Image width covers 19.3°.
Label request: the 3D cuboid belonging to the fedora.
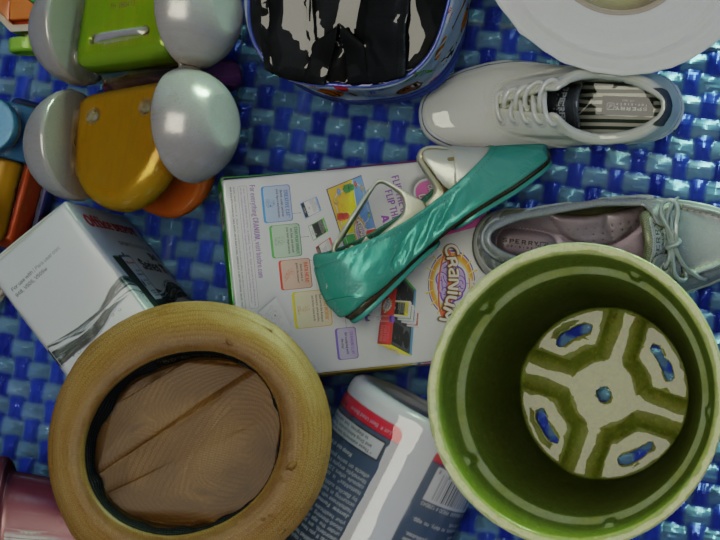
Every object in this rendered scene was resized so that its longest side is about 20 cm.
[{"bbox_3d":[-0.114,0.118,1.449,0.198,0.082,0.203,-1,84,7],"label":"fedora"}]

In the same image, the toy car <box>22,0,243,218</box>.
[{"bbox_3d":[-0.150,-0.137,1.583,0.174,0.150,0.202,-5,79,33],"label":"toy car"}]

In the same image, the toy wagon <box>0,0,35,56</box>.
[{"bbox_3d":[-0.252,-0.249,1.670,0.198,0.040,0.157,-1,87,13],"label":"toy wagon"}]

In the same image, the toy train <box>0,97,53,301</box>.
[{"bbox_3d":[-0.285,-0.036,1.627,0.084,0.116,0.202,15,90,14],"label":"toy train"}]

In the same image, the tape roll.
[{"bbox_3d":[0.186,-0.243,1.498,0.200,0.071,0.204,7,122,12],"label":"tape roll"}]

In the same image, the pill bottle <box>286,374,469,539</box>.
[{"bbox_3d":[0.004,0.190,1.546,0.119,0.120,0.201,28,94,13],"label":"pill bottle"}]

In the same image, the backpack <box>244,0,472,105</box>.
[{"bbox_3d":[0.000,-0.219,1.554,0.198,0.154,0.192,5,80,19],"label":"backpack"}]

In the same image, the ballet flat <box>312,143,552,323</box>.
[{"bbox_3d":[0.047,-0.047,1.517,0.200,0.067,0.071,-38,99,-7],"label":"ballet flat"}]

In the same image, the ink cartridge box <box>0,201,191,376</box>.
[{"bbox_3d":[-0.170,0.052,1.580,0.083,0.147,0.200,-40,80,7],"label":"ink cartridge box"}]

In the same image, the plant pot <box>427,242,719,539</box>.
[{"bbox_3d":[0.161,0.086,1.482,0.198,0.184,0.203,-1,88,13],"label":"plant pot"}]

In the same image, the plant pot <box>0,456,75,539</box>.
[{"bbox_3d":[-0.223,0.239,1.571,0.177,0.200,0.202,0,87,-2],"label":"plant pot"}]

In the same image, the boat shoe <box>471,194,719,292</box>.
[{"bbox_3d":[0.183,-0.019,1.530,0.200,0.065,0.075,3,87,-3],"label":"boat shoe"}]

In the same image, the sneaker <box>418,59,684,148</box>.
[{"bbox_3d":[0.137,-0.124,1.556,0.198,0.071,0.074,-4,86,13],"label":"sneaker"}]

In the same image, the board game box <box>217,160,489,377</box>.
[{"bbox_3d":[0.000,0.000,1.564,0.198,0.040,0.155,-5,85,-7],"label":"board game box"}]
